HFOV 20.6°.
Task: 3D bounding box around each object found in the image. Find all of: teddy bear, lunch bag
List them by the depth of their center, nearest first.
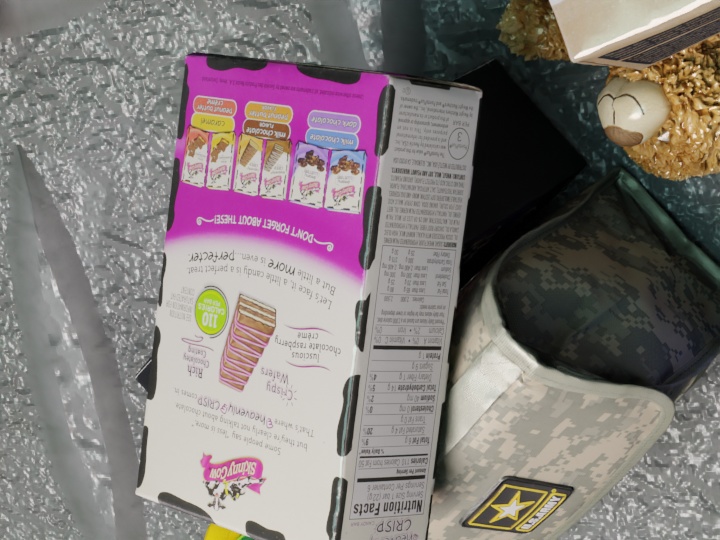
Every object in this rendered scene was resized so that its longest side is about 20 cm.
[{"bbox_3d":[0.122,-0.135,0.903,0.144,0.067,0.201,10,113,30],"label":"teddy bear"},{"bbox_3d":[0.073,0.062,0.928,0.118,0.200,0.164,46,124,8],"label":"lunch bag"}]

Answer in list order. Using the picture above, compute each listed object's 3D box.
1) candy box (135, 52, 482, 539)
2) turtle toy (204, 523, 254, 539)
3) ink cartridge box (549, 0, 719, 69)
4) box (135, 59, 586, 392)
[{"bbox_3d":[-0.024,0.013,0.851,0.136,0.061,0.201,12,96,47],"label":"candy box"},{"bbox_3d":[-0.035,0.231,1.119,0.145,0.101,0.201,6,111,30],"label":"turtle toy"},{"bbox_3d":[0.133,-0.204,0.808,0.164,0.075,0.201,-24,82,30],"label":"ink cartridge box"},{"bbox_3d":[0.000,0.000,0.985,0.079,0.141,0.200,47,125,5],"label":"box"}]
